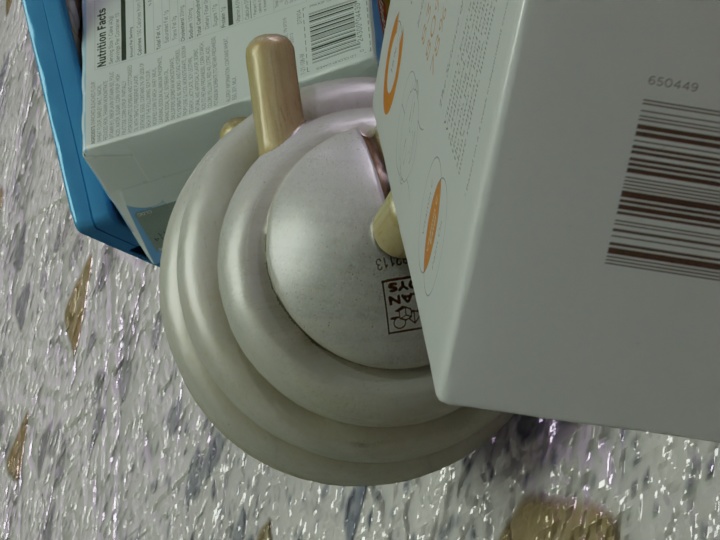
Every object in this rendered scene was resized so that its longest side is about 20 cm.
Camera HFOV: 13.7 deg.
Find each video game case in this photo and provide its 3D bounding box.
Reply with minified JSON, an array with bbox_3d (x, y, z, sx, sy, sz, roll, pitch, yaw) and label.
[{"bbox_3d":[-0.089,-0.071,1.191,0.200,0.018,0.144,29,-135,-75],"label":"video game case"}]

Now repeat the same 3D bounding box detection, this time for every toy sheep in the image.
[{"bbox_3d":[0.000,0.000,0.924,0.200,0.137,0.138,104,175,-77],"label":"toy sheep"}]

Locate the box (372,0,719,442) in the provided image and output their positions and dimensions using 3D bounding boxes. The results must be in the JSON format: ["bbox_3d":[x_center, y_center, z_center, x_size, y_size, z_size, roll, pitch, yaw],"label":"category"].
[{"bbox_3d":[0.067,-0.056,0.744,0.200,0.097,0.125,-101,21,-66],"label":"box"}]

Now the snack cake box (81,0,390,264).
[{"bbox_3d":[-0.042,-0.108,1.135,0.200,0.115,0.067,-94,-18,-44],"label":"snack cake box"}]
